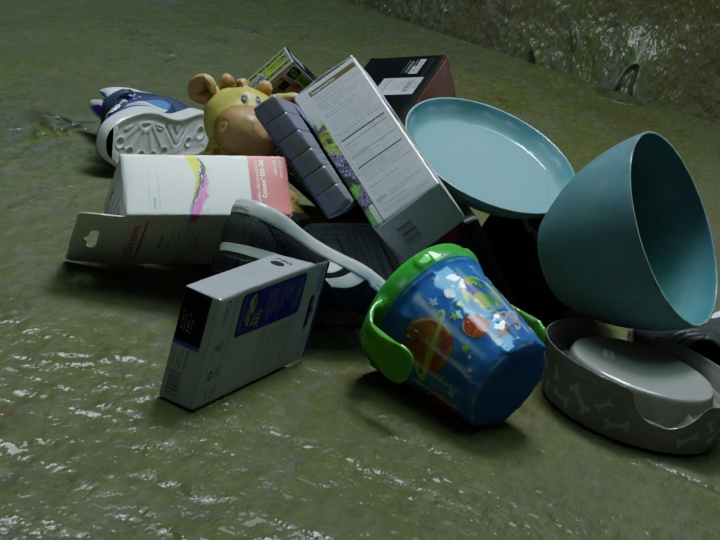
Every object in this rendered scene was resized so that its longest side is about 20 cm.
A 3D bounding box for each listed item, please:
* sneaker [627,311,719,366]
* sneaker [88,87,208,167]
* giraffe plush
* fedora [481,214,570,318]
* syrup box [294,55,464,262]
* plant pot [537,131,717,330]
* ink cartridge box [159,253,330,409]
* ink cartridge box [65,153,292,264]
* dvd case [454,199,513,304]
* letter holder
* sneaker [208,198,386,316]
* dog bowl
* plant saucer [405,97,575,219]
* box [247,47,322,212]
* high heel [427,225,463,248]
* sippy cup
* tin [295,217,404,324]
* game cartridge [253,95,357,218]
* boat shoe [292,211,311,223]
[{"bbox_3d":[0.398,0.089,1.721,0.199,0.071,0.099,3,23,-22],"label":"sneaker"},{"bbox_3d":[-0.288,-0.172,1.896,0.146,0.081,0.200,16,18,29],"label":"sneaker"},{"bbox_3d":[-0.128,-0.124,1.726,0.172,0.163,0.200,1,23,-40],"label":"giraffe plush"},{"bbox_3d":[0.201,-0.019,1.770,0.200,0.092,0.201,42,21,-20],"label":"fedora"},{"bbox_3d":[0.017,-0.115,1.604,0.200,0.081,0.079,58,6,34],"label":"syrup box"},{"bbox_3d":[0.259,-0.026,1.603,0.134,0.201,0.200,-16,-2,31],"label":"plant pot"},{"bbox_3d":[-0.095,0.045,1.336,0.039,0.100,0.200,22,17,21],"label":"ink cartridge box"},{"bbox_3d":[-0.176,-0.057,1.499,0.199,0.068,0.117,0,-23,-18],"label":"ink cartridge box"},{"bbox_3d":[0.124,-0.025,1.727,0.017,0.143,0.200,-25,22,0],"label":"dvd case"},{"bbox_3d":[0.036,-0.133,1.788,0.100,0.143,0.200,1,35,26],"label":"letter holder"},{"bbox_3d":[-0.060,0.028,1.459,0.200,0.112,0.073,32,-15,-30],"label":"sneaker"},{"bbox_3d":[0.267,0.113,1.532,0.199,0.059,0.200,15,16,-4],"label":"dog bowl"},{"bbox_3d":[0.137,-0.117,1.699,0.199,0.027,0.200,16,36,-12],"label":"plant saucer"},{"bbox_3d":[-0.065,-0.161,1.848,0.200,0.110,0.035,41,14,-42],"label":"box"},{"bbox_3d":[0.059,-0.038,1.745,0.067,0.096,0.200,10,18,-19],"label":"high heel"},{"bbox_3d":[0.092,0.066,1.415,0.178,0.140,0.130,-36,55,-20],"label":"sippy cup"},{"bbox_3d":[0.000,0.000,1.592,0.200,0.042,0.112,0,58,-43],"label":"tin"},{"bbox_3d":[-0.051,-0.112,1.587,0.130,0.038,0.200,59,5,-1],"label":"game cartridge"},{"bbox_3d":[-0.115,-0.030,1.611,0.199,0.072,0.068,22,36,-15],"label":"boat shoe"}]
